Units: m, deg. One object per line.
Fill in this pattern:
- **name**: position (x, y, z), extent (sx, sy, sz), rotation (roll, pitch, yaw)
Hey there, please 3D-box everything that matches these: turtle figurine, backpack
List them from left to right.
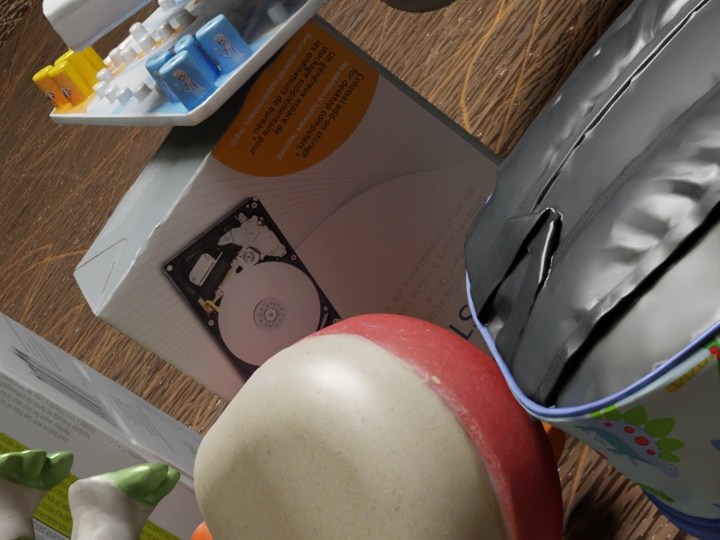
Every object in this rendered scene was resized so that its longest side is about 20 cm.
- **turtle figurine**: position (-0.087, 0.164, 0.655), extent (0.200, 0.143, 0.196), rotation (133, 132, -62)
- **backpack**: position (0.143, -0.014, 0.565), extent (0.200, 0.147, 0.183), rotation (-45, 25, 15)

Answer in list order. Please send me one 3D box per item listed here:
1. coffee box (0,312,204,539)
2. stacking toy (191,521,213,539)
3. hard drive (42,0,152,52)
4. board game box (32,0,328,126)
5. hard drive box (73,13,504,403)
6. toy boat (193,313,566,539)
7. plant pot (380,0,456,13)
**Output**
- **coffee box**: position (-0.177, 0.157, 0.920), extent (0.199, 0.199, 0.200), rotation (-57, 22, -1)
- **stacking toy**: position (-0.058, 0.165, 0.783), extent (0.085, 0.085, 0.202), rotation (-17, 51, 57)
- **hard drive**: position (-0.038, -0.176, 0.715), extent (0.199, 0.026, 0.132), rotation (-32, 24, 16)
- **board game box**: position (-0.047, -0.142, 0.776), extent (0.200, 0.026, 0.200), rotation (-47, 22, -16)
- **hard drive box**: position (0.000, 0.000, 0.773), extent (0.156, 0.199, 0.077), rotation (-55, 22, 2)
- **toy boat**: position (0.024, 0.079, 0.665), extent (0.130, 0.131, 0.200), rotation (-29, -7, -23)
- **plant pot**: position (0.102, -0.231, 0.860), extent (0.200, 0.182, 0.203), rotation (19, 111, 60)
